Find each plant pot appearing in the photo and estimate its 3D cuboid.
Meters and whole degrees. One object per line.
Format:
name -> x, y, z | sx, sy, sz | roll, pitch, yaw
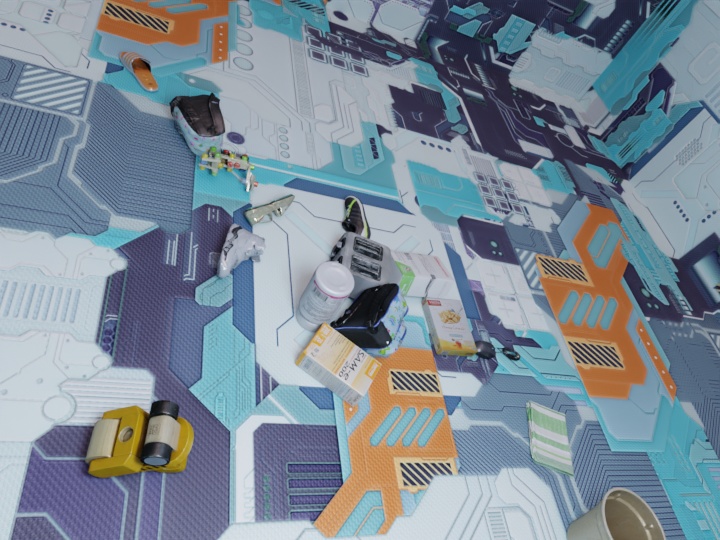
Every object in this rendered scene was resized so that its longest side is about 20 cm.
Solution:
plant pot -> 0.653, 0.702, 1.405 | 0.199, 0.184, 0.201 | 17, 46, -18

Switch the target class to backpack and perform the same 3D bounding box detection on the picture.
backpack -> -0.523, -0.481, 1.771 | 0.166, 0.127, 0.201 | -20, 66, -28
backpack -> 0.045, 0.142, 1.529 | 0.147, 0.182, 0.200 | 60, 43, -25

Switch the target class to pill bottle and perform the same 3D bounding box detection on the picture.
pill bottle -> -0.104, 0.077, 1.483 | 0.113, 0.200, 0.114 | 16, 47, -18

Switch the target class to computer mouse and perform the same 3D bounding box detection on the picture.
computer mouse -> 0.454, 0.265, 1.769 | 0.199, 0.034, 0.059 | 12, 46, -26

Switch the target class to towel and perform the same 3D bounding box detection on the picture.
towel -> 0.581, 0.511, 1.643 | 0.152, 0.023, 0.201 | 23, 45, -13

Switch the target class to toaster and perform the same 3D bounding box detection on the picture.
toaster -> 0.000, 0.000, 1.671 | 0.199, 0.119, 0.182 | 21, 46, -13

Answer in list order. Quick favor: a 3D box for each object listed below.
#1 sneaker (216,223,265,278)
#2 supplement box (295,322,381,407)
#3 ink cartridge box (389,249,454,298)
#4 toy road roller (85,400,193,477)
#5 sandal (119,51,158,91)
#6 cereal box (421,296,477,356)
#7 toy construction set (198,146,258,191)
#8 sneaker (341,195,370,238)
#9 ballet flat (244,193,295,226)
sneaker -> -0.340, -0.048, 1.541 | 0.114, 0.075, 0.201 | 18, 43, -13
supplement box -> -0.058, 0.253, 1.451 | 0.199, 0.074, 0.126 | 36, 44, 1
ink cartridge box -> 0.187, 0.013, 1.771 | 0.199, 0.084, 0.146 | 7, 34, -26
toy road roller -> -0.445, 0.365, 1.115 | 0.198, 0.146, 0.124 | -11, 50, 8
sandal -> -0.765, -0.713, 1.874 | 0.079, 0.059, 0.207 | -25, 68, -42
cereal box -> 0.288, 0.181, 1.742 | 0.143, 0.040, 0.201 | 7, 50, -26
toy construction set -> -0.418, -0.336, 1.732 | 0.199, 0.092, 0.131 | 26, 19, -20
sneaker -> -0.028, -0.179, 1.842 | 0.082, 0.072, 0.201 | -2, 55, -30
ballet flat -> -0.285, -0.191, 1.721 | 0.199, 0.067, 0.063 | -27, 97, -39
